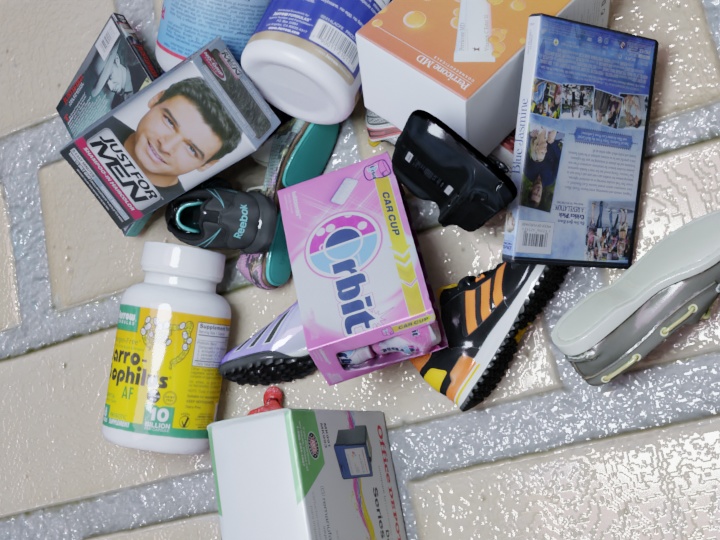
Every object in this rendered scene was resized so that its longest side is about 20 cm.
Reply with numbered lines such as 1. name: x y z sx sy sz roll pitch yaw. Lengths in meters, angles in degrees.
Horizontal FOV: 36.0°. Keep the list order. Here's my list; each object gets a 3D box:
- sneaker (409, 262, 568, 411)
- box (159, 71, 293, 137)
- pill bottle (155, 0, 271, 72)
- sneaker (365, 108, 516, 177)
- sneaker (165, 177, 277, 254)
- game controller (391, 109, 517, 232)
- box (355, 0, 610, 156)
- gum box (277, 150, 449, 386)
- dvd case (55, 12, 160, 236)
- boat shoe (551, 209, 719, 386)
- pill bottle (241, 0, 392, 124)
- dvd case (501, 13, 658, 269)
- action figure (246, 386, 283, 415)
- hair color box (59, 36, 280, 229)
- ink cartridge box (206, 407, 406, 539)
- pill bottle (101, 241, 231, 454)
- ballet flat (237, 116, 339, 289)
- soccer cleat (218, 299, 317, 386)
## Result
1. sneaker: 0.114 0.023 0.994 0.090 0.070 0.201 34 100 23
2. box: -0.146 -0.180 1.171 0.199 0.032 0.122 -25 73 20
3. pill bottle: -0.139 -0.245 1.076 0.108 0.109 0.201 28 116 26
4. sneaker: 0.092 -0.118 1.032 0.199 0.078 0.083 29 121 24
5. sneaker: -0.158 -0.060 1.100 0.200 0.079 0.076 6 90 57
6. game controller: 0.073 -0.080 0.924 0.042 0.200 0.104 -42 89 -6
7. box: 0.109 -0.204 0.963 0.124 0.098 0.200 36 68 25
8. gum box: 0.000 0.000 1.002 0.113 0.066 0.201 -19 52 7
9. dvd case: -0.256 -0.158 1.201 0.146 0.022 0.200 -50 61 29
10. boat shoe: 0.258 0.021 0.929 0.201 0.072 0.060 -36 110 6
11. pill bottle: -0.022 -0.249 1.047 0.115 0.116 0.201 16 69 27
12. dvd case: 0.186 -0.103 0.927 0.018 0.142 0.201 12 98 55
13. action figure: -0.089 0.200 1.054 0.065 0.052 0.201 11 55 -12
14. hair color box: -0.184 -0.127 1.055 0.199 0.061 0.099 -25 110 35
15. ink cartridge box: -0.040 0.200 0.976 0.087 0.200 0.146 -15 76 20
16. pill bottle: -0.191 0.076 1.114 0.112 0.113 0.201 7 86 27
17. ballet flat: -0.083 -0.082 1.110 0.071 0.069 0.201 21 97 32
18. soccer cleat: -0.051 0.055 1.080 0.199 0.068 0.074 -23 61 20
